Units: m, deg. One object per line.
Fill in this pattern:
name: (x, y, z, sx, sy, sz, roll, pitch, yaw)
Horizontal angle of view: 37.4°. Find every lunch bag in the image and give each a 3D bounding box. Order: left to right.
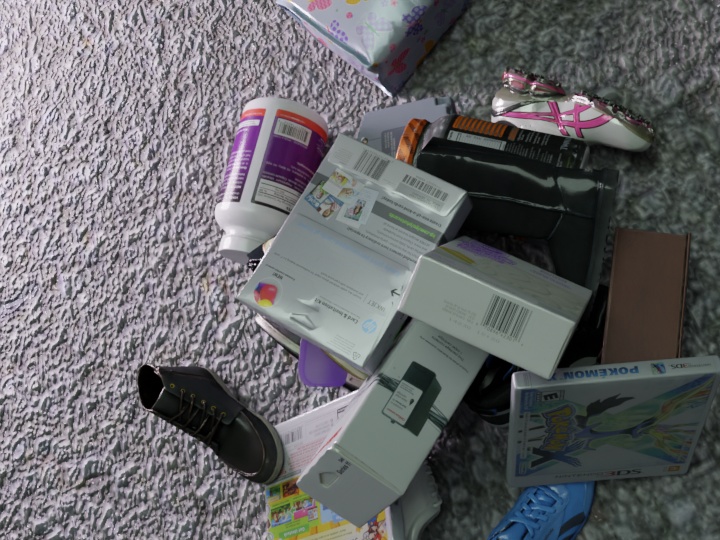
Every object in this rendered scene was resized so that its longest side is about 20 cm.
lunch bag: (0.012, -0.350, 1.354, 0.200, 0.127, 0.170, 40, 93, 21)

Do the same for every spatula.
spatula: (0.026, 0.106, 1.171, 0.200, 0.021, 0.057, 7, 90, -18)

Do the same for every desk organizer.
desk organizer: (0.288, 0.061, 1.097, 0.077, 0.072, 0.200, 7, 74, 8)

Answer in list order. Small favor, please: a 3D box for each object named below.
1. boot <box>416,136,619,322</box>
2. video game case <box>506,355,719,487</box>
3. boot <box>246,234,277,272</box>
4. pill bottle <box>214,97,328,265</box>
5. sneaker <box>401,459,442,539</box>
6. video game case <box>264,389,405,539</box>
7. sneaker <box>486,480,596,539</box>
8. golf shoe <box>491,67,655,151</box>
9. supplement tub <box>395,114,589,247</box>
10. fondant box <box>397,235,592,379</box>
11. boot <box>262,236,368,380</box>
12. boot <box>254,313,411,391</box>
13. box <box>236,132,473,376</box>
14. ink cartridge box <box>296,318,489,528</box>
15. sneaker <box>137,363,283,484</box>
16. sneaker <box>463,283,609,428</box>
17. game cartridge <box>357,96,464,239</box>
boot: (0.152, -0.042, 1.097, 0.200, 0.066, 0.165, 10, 109, 12)
video game case: (0.231, 0.147, 1.003, 0.182, 0.200, 0.022, -5, 53, 2)
boot: (-0.026, -0.010, 1.208, 0.168, 0.076, 0.200, -43, 45, -8)
pill bottle: (-0.114, -0.107, 1.329, 0.112, 0.112, 0.200, 8, 75, 27)
sneaker: (0.055, 0.242, 1.160, 0.071, 0.073, 0.200, 9, 80, 8)
video game case: (-0.035, 0.239, 1.175, 0.200, 0.023, 0.182, -28, 56, 38)
sneaker: (0.176, 0.263, 1.085, 0.066, 0.078, 0.200, 29, 84, 32)
golf shoe: (0.240, -0.164, 1.219, 0.200, 0.073, 0.092, 26, 105, 34)
supplement tub: (0.144, -0.103, 1.181, 0.200, 0.123, 0.123, 14, 78, 14)
fondant box: (0.131, 0.027, 0.986, 0.144, 0.200, 0.058, 24, 102, 12)
boot: (0.000, 0.000, 1.105, 0.155, 0.072, 0.200, -37, 56, 7)
boot: (-0.011, 0.052, 1.251, 0.204, 0.073, 0.154, 28, 81, 28)
box: (-0.005, -0.019, 1.053, 0.156, 0.041, 0.200, 27, 79, 23)
ink cartridge box: (0.035, 0.141, 1.056, 0.083, 0.147, 0.200, 36, 59, 1)
sneaker: (-0.182, 0.181, 1.248, 0.200, 0.106, 0.075, 37, 103, 37)
sneaker: (0.193, 0.084, 1.120, 0.200, 0.112, 0.073, -46, 61, 3)
game cartridge: (0.056, -0.109, 1.297, 0.133, 0.040, 0.200, -8, 69, 18)
